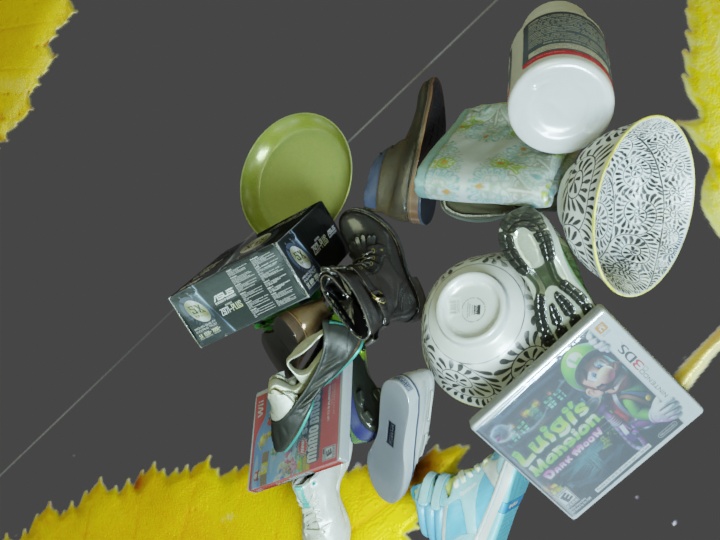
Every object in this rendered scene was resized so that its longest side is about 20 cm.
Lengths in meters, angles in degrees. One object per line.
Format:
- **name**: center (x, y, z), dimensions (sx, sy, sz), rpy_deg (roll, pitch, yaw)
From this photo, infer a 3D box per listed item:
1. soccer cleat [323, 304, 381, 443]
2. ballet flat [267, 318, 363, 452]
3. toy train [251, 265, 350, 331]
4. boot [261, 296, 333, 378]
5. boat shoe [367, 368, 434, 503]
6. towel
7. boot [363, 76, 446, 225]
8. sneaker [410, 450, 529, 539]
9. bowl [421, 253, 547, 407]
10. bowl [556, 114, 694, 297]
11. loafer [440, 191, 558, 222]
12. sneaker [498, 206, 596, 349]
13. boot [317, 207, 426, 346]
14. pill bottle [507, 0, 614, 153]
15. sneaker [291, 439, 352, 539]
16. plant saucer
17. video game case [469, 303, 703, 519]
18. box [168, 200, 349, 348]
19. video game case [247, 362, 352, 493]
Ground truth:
- **soccer cleat**: center (-0.019, 0.140, 1.213), dimensions (0.084, 0.064, 0.201), rpy_deg (-49, 50, 44)
- **ballet flat**: center (-0.076, 0.141, 1.135), dimensions (0.201, 0.068, 0.068), rpy_deg (-56, 20, 13)
- **toy train**: center (-0.079, 0.041, 1.268), dimensions (0.199, 0.056, 0.042), rpy_deg (-23, 70, 24)
- **boot**: center (-0.086, 0.092, 1.224), dimensions (0.075, 0.200, 0.074), rpy_deg (-34, 83, -25)
- **boat shoe**: center (0.060, 0.213, 1.133), dimensions (0.073, 0.065, 0.201), rpy_deg (40, 134, 35)
- **towel**: center (0.178, -0.148, 1.097), dimensions (0.170, 0.048, 0.200), rpy_deg (5, 40, 31)
- **boot**: center (0.058, -0.166, 1.218), dimensions (0.096, 0.075, 0.202), rpy_deg (6, 86, 28)
- **sneaker**: center (0.133, 0.258, 1.094), dimensions (0.130, 0.079, 0.201), rpy_deg (22, 91, 30)
- **bowl**: center (0.150, 0.058, 1.088), dimensions (0.199, 0.094, 0.202), rpy_deg (-10, 66, 24)
- **bowl**: center (0.288, -0.078, 1.015), dimensions (0.094, 0.200, 0.202), rpy_deg (16, 89, 48)
- **loafer**: center (0.188, -0.107, 1.134), dimensions (0.199, 0.070, 0.076), rpy_deg (-6, 78, 29)
- **sneaker**: center (0.235, 0.014, 1.027), dimensions (0.077, 0.088, 0.201), rpy_deg (-23, 90, 34)
- **boot**: center (0.000, 0.000, 1.149), dimensions (0.069, 0.174, 0.201), rpy_deg (-42, 72, 26)
- **pill bottle**: center (0.236, -0.240, 1.059), dimensions (0.119, 0.120, 0.201), rpy_deg (-20, 33, 25)
- **sneaker**: center (-0.061, 0.307, 1.189), dimensions (0.075, 0.088, 0.202), rpy_deg (-4, 78, 29)
- **plant saucer**: center (-0.091, -0.133, 1.323), dimensions (0.199, 0.031, 0.202), rpy_deg (-6, 77, 30)
- **video game case**: center (0.254, 0.164, 1.002), dimensions (0.182, 0.023, 0.200), rpy_deg (42, 104, -15)
- **box**: center (-0.137, 0.004, 1.229), dimensions (0.199, 0.164, 0.087), rpy_deg (-25, 103, 29)
- **video game case**: center (-0.082, 0.205, 1.182), dimensions (0.199, 0.017, 0.144), rpy_deg (-29, 48, 42)
